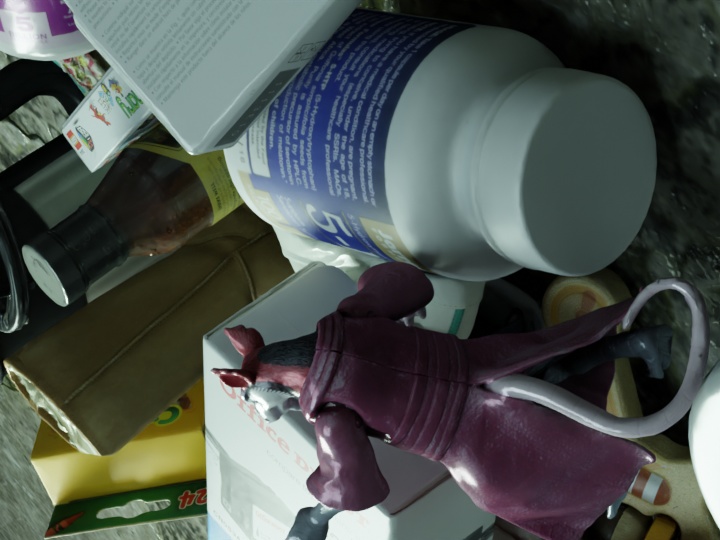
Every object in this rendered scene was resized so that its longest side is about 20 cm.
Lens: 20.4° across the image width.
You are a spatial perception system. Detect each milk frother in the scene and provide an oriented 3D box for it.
[{"bbox_3d":[-0.190,-0.031,1.311,0.200,0.188,0.181,30,149,49],"label":"milk frother"}]

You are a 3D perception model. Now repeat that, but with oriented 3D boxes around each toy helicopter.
[{"bbox_3d":[0.126,0.093,1.053,0.132,0.079,0.201,-4,107,34],"label":"toy helicopter"}]

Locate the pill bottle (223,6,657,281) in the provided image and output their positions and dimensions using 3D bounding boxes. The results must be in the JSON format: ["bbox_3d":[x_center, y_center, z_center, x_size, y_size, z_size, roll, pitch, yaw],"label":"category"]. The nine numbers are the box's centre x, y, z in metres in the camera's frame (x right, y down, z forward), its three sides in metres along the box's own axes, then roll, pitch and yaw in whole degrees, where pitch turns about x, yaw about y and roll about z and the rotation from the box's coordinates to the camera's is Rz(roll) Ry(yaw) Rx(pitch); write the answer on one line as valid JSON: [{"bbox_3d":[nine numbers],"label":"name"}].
[{"bbox_3d":[0.037,-0.060,0.952,0.199,0.120,0.120,16,139,48],"label":"pill bottle"}]

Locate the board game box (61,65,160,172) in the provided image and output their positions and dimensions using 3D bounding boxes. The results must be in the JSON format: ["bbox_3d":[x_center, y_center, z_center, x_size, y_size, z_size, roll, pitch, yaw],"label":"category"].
[{"bbox_3d":[-0.083,-0.122,1.079,0.035,0.126,0.200,53,157,-3],"label":"board game box"}]

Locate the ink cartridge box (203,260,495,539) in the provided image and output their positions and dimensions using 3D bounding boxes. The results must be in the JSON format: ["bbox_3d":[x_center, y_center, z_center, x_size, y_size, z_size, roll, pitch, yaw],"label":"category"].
[{"bbox_3d":[-0.007,0.117,1.049,0.145,0.084,0.201,42,149,28],"label":"ink cartridge box"}]

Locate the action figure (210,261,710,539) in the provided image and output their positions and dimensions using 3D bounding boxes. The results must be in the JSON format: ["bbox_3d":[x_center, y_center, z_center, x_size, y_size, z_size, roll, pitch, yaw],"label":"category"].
[{"bbox_3d":[0.033,0.061,0.876,0.199,0.135,0.149,11,165,-12],"label":"action figure"}]

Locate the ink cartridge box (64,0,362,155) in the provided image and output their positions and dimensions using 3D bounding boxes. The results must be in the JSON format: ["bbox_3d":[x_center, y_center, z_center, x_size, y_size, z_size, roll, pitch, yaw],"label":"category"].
[{"bbox_3d":[-0.064,-0.182,0.912,0.174,0.044,0.200,48,114,10],"label":"ink cartridge box"}]

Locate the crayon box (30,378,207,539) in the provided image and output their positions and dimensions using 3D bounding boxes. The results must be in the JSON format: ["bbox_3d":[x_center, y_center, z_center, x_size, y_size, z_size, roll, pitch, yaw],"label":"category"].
[{"bbox_3d":[-0.149,0.090,1.375,0.201,0.126,0.051,-85,-20,-52],"label":"crayon box"}]

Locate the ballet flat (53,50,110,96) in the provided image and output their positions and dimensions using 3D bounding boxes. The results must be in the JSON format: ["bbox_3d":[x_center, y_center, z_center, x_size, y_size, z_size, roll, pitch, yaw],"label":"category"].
[{"bbox_3d":[-0.153,-0.137,1.282,0.064,0.076,0.200,-35,98,36],"label":"ballet flat"}]

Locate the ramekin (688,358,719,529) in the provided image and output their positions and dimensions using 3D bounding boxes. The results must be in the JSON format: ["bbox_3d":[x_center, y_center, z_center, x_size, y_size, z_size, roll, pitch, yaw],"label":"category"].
[{"bbox_3d":[0.231,0.086,0.836,0.200,0.098,0.201,41,154,25],"label":"ramekin"}]

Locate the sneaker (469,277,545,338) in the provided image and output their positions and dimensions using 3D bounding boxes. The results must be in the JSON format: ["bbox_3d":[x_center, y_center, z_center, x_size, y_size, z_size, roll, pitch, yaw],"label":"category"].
[{"bbox_3d":[0.081,0.081,1.122,0.201,0.070,0.108,57,158,-5],"label":"sneaker"}]

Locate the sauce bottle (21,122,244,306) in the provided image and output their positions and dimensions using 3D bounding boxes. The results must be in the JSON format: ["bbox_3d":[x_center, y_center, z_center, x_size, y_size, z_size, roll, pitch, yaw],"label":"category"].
[{"bbox_3d":[-0.097,-0.053,1.110,0.066,0.200,0.066,39,152,26],"label":"sauce bottle"}]

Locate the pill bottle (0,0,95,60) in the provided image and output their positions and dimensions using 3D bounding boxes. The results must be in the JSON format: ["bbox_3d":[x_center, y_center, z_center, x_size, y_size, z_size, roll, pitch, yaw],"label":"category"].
[{"bbox_3d":[-0.191,-0.226,1.146,0.112,0.112,0.201,37,153,30],"label":"pill bottle"}]

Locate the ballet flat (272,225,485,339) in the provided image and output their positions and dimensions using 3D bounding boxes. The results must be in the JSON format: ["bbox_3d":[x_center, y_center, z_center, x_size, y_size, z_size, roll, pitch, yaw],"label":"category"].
[{"bbox_3d":[0.000,0.000,1.075,0.200,0.069,0.070,30,150,57],"label":"ballet flat"}]

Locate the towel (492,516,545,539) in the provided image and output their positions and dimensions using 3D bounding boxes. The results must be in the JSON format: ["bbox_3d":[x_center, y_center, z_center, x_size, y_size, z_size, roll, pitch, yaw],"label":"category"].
[{"bbox_3d":[0.086,0.198,1.133,0.191,0.032,0.201,32,153,39],"label":"towel"}]

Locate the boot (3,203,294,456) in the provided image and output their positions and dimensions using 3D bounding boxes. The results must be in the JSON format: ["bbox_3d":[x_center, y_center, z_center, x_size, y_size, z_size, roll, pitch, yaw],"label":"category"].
[{"bbox_3d":[-0.093,0.052,1.252,0.175,0.200,0.066,35,152,34],"label":"boot"}]
